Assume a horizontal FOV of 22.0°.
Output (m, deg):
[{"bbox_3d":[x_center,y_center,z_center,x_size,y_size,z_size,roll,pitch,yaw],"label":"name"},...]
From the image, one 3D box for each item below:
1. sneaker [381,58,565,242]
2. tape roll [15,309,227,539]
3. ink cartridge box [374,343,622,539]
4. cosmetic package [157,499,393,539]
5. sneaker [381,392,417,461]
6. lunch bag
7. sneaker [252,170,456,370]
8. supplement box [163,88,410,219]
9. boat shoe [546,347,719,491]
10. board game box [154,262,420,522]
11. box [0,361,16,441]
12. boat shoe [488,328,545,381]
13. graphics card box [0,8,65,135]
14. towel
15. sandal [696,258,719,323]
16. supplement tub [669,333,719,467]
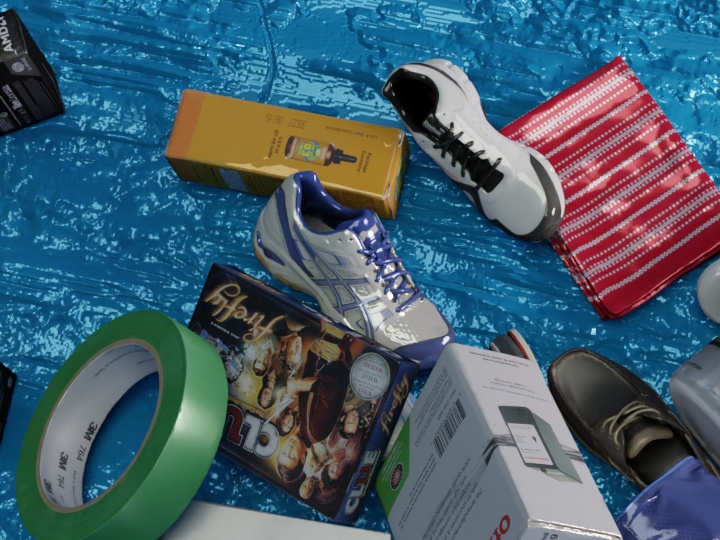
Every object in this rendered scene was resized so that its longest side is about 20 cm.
[{"bbox_3d":[0.088,-0.097,1.540,0.200,0.080,0.074,48,115,23],"label":"sneaker"},{"bbox_3d":[-0.190,0.130,1.463,0.200,0.048,0.201,-30,42,31],"label":"tape roll"},{"bbox_3d":[0.095,0.175,1.359,0.084,0.147,0.201,13,31,-25],"label":"ink cartridge box"},{"bbox_3d":[-0.072,0.220,1.457,0.198,0.083,0.051,8,69,10],"label":"cosmetic package"},{"bbox_3d":[-0.024,0.092,1.513,0.200,0.072,0.072,35,107,29],"label":"sneaker"},{"bbox_3d":[0.227,0.255,1.350,0.132,0.136,0.201,39,122,20],"label":"lunch bag"},{"bbox_3d":[0.000,0.000,1.507,0.199,0.088,0.075,36,41,10],"label":"sneaker"},{"bbox_3d":[-0.061,-0.098,1.578,0.198,0.069,0.067,12,73,13],"label":"supplement box"},{"bbox_3d":[0.225,0.131,1.452,0.074,0.073,0.200,-42,71,-8],"label":"boat shoe"},{"bbox_3d":[-0.061,0.095,1.472,0.199,0.035,0.136,26,98,32],"label":"board game box"},{"bbox_3d":[-0.402,0.088,1.517,0.198,0.141,0.079,7,71,11],"label":"box"},{"bbox_3d":[0.134,0.144,1.465,0.062,0.071,0.201,-19,73,4],"label":"boat shoe"},{"bbox_3d":[-0.368,-0.148,1.605,0.199,0.126,0.051,-19,68,1],"label":"graphics card box"},{"bbox_3d":[0.213,-0.070,1.554,0.144,0.023,0.201,-31,69,-5],"label":"towel"},{"bbox_3d":[0.361,-0.024,1.500,0.201,0.083,0.050,-22,26,1],"label":"sandal"},{"bbox_3d":[0.348,0.070,1.431,0.200,0.123,0.123,-39,70,-7],"label":"supplement tub"}]
